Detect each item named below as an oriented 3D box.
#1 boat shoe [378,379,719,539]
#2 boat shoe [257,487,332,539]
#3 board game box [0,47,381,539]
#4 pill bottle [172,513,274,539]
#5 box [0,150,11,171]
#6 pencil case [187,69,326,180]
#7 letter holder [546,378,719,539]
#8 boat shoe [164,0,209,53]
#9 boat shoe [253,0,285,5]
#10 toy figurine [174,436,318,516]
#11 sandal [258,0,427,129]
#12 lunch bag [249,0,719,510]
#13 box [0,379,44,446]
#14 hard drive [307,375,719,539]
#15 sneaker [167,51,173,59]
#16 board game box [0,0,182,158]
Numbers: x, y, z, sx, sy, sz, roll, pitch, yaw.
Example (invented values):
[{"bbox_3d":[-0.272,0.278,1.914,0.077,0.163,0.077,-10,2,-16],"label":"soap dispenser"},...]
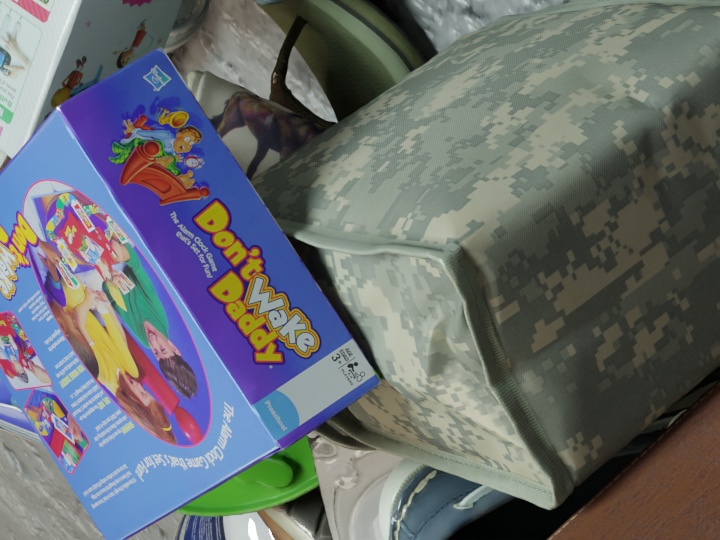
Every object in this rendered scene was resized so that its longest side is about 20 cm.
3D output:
[{"bbox_3d":[0.108,0.080,1.009,0.062,0.200,0.075,-129,37,-68],"label":"boat shoe"},{"bbox_3d":[-0.001,0.129,1.264,0.200,0.076,0.072,48,142,37],"label":"boat shoe"},{"bbox_3d":[-0.081,0.017,1.025,0.135,0.045,0.200,57,154,1],"label":"board game box"},{"bbox_3d":[-0.022,0.131,1.419,0.111,0.111,0.200,49,157,3],"label":"pill bottle"},{"bbox_3d":[-0.167,-0.008,1.420,0.068,0.082,0.200,33,178,31],"label":"box"},{"bbox_3d":[0.000,0.000,1.127,0.200,0.089,0.078,25,-159,-14],"label":"pencil case"},{"bbox_3d":[0.165,0.083,0.899,0.101,0.200,0.142,56,156,-14],"label":"letter holder"},{"bbox_3d":[-0.120,-0.179,1.184,0.065,0.074,0.202,8,126,64],"label":"boat shoe"},{"bbox_3d":[-0.075,-0.184,1.104,0.200,0.062,0.073,47,157,7],"label":"boat shoe"},{"bbox_3d":[-0.046,0.009,1.276,0.200,0.150,0.184,19,-161,-15],"label":"toy figurine"},{"bbox_3d":[0.001,-0.048,1.175,0.080,0.057,0.201,19,143,55],"label":"sandal"},{"bbox_3d":[0.047,-0.017,1.005,0.200,0.164,0.118,13,135,55],"label":"lunch bag"},{"bbox_3d":[-0.133,0.068,1.355,0.119,0.042,0.200,22,171,-5],"label":"box"},{"bbox_3d":[0.087,0.097,1.127,0.200,0.038,0.140,1,138,11],"label":"hard drive"},{"bbox_3d":[-0.133,-0.120,1.331,0.200,0.077,0.089,147,115,-68],"label":"sneaker"},{"bbox_3d":[-0.125,-0.162,1.078,0.148,0.064,0.200,36,115,27],"label":"board game box"}]
